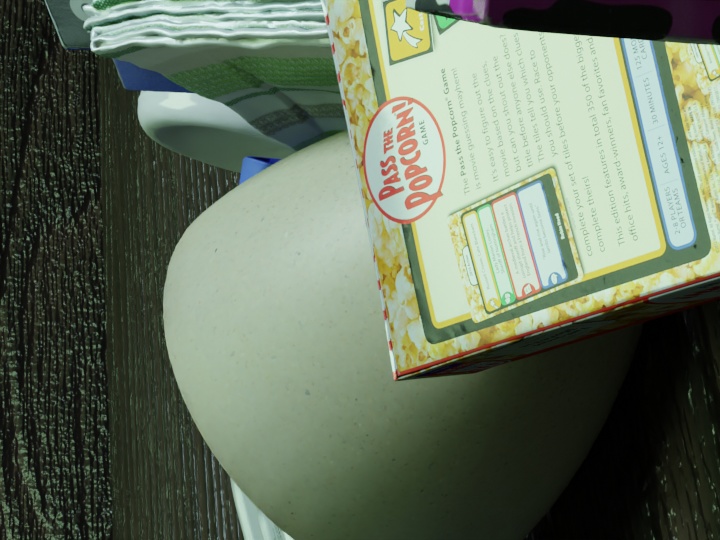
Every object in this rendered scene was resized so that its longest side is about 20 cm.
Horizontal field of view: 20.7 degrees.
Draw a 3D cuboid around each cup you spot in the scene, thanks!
[{"bbox_3d":[0.040,0.011,0.821,0.143,0.199,0.201,-41,42,37],"label":"cup"}]

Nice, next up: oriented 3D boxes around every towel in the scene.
[{"bbox_3d":[-0.008,-0.078,0.865,0.200,0.148,0.031,26,-109,-56],"label":"towel"}]

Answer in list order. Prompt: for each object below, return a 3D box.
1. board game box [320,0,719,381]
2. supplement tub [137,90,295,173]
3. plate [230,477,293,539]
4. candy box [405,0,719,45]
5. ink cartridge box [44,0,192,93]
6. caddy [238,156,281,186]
[{"bbox_3d":[0.076,-0.058,0.660,0.199,0.046,0.153,-20,78,46],"label":"board game box"},{"bbox_3d":[-0.054,-0.170,1.255,0.145,0.144,0.202,151,131,-75],"label":"supplement tub"},{"bbox_3d":[-0.027,0.121,0.930,0.200,0.032,0.201,103,151,-58],"label":"plate"},{"bbox_3d":[0.115,-0.111,0.397,0.061,0.198,0.137,-140,54,-73],"label":"candy box"},{"bbox_3d":[-0.056,-0.138,0.873,0.201,0.196,0.047,74,-150,-42],"label":"ink cartridge box"},{"bbox_3d":[0.000,0.000,1.045,0.200,0.140,0.106,-153,70,-77],"label":"caddy"}]
